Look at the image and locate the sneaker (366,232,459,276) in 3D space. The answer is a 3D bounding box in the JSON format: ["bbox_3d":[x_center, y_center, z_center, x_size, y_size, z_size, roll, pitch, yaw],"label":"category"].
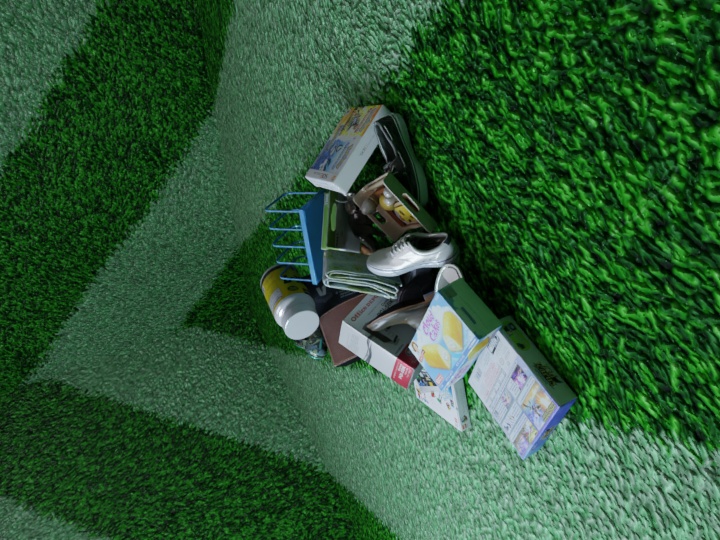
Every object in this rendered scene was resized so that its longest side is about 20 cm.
[{"bbox_3d":[0.098,-0.042,1.029,0.074,0.197,0.071,-79,-31,-42],"label":"sneaker"}]

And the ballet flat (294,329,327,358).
[{"bbox_3d":[-0.131,0.190,1.404,0.199,0.073,0.076,7,114,67],"label":"ballet flat"}]

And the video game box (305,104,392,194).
[{"bbox_3d":[-0.030,-0.274,1.149,0.047,0.202,0.182,34,177,-31],"label":"video game box"}]

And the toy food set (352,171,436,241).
[{"bbox_3d":[0.065,-0.124,1.091,0.143,0.061,0.200,44,167,-12],"label":"toy food set"}]

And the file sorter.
[{"bbox_3d":[-0.152,-0.089,1.321,0.120,0.139,0.203,3,119,22],"label":"file sorter"}]

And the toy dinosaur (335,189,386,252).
[{"bbox_3d":[0.010,-0.125,1.249,0.078,0.100,0.202,-78,-18,-48],"label":"toy dinosaur"}]

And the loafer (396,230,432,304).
[{"bbox_3d":[0.123,0.006,1.139,0.063,0.070,0.203,-110,28,-54],"label":"loafer"}]

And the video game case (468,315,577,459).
[{"bbox_3d":[0.285,0.215,0.934,0.202,0.045,0.182,96,150,-47],"label":"video game case"}]

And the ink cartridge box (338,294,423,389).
[{"bbox_3d":[0.069,0.149,1.182,0.198,0.147,0.084,31,139,19],"label":"ink cartridge box"}]

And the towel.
[{"bbox_3d":[0.000,0.000,1.147,0.200,0.168,0.049,-102,25,-73],"label":"towel"}]

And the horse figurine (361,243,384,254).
[{"bbox_3d":[0.050,-0.012,1.334,0.199,0.049,0.135,3,110,68],"label":"horse figurine"}]

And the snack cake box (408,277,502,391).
[{"bbox_3d":[0.171,0.124,0.963,0.115,0.067,0.201,50,148,25],"label":"snack cake box"}]

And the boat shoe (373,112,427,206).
[{"bbox_3d":[0.077,-0.221,1.063,0.203,0.070,0.072,69,158,-1],"label":"boat shoe"}]

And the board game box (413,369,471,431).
[{"bbox_3d":[0.189,0.288,1.249,0.199,0.034,0.129,24,130,63],"label":"board game box"}]

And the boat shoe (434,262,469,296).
[{"bbox_3d":[0.194,0.070,1.024,0.075,0.060,0.203,21,127,39],"label":"boat shoe"}]

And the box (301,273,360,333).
[{"bbox_3d":[-0.061,0.091,1.494,0.117,0.194,0.204,1,108,69],"label":"box"}]

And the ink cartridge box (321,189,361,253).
[{"bbox_3d":[-0.064,-0.125,1.280,0.074,0.199,0.151,4,89,24],"label":"ink cartridge box"}]

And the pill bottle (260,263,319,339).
[{"bbox_3d":[-0.187,0.081,1.361,0.201,0.112,0.116,-126,27,-45],"label":"pill bottle"}]

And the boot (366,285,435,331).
[{"bbox_3d":[0.115,0.111,1.104,0.098,0.198,0.075,63,-165,-4],"label":"boot"}]

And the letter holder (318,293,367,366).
[{"bbox_3d":[0.008,0.144,1.332,0.144,0.197,0.100,67,-170,15],"label":"letter holder"}]
